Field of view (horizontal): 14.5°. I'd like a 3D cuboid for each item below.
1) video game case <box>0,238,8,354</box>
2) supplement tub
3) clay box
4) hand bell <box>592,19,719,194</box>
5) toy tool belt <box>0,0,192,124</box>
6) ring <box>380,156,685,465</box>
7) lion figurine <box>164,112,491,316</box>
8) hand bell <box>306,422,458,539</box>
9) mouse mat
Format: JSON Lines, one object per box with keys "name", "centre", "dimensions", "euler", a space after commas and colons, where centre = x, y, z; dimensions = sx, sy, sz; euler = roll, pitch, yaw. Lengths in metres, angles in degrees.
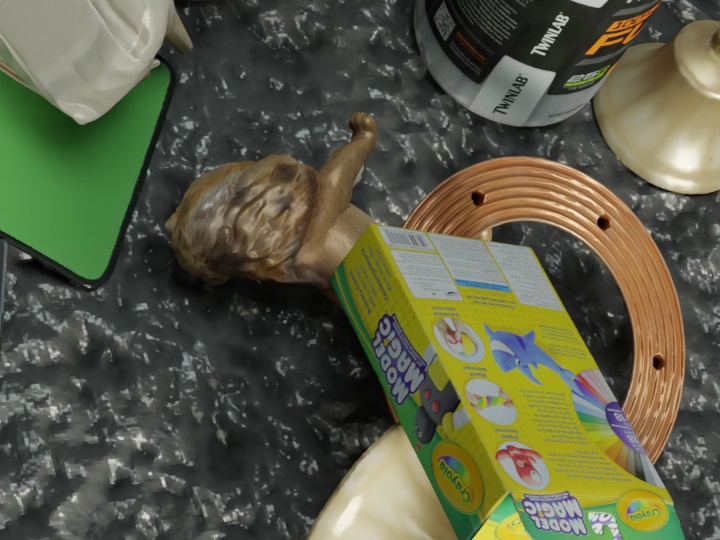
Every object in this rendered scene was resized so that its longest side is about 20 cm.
{"name": "video game case", "centre": [-0.274, 0.037, 1.385], "dimensions": [0.199, 0.026, 0.182], "euler": [13, 47, -18]}
{"name": "supplement tub", "centre": [0.116, -0.180, 1.587], "dimensions": [0.122, 0.200, 0.123], "euler": [10, 58, -16]}
{"name": "clay box", "centre": [0.073, 0.069, 1.394], "dimensions": [0.114, 0.048, 0.201], "euler": [8, 44, -39]}
{"name": "hand bell", "centre": [0.217, -0.138, 1.604], "dimensions": [0.103, 0.200, 0.105], "euler": [10, 58, -16]}
{"name": "toy tool belt", "centre": [-0.171, -0.180, 1.499], "dimensions": [0.200, 0.125, 0.123], "euler": [50, 24, -4]}
{"name": "ring", "centre": [0.090, 0.039, 1.517], "dimensions": [0.199, 0.019, 0.202], "euler": [5, 80, -29]}
{"name": "lion figurine", "centre": [0.000, 0.000, 1.513], "dimensions": [0.200, 0.073, 0.123], "euler": [38, 57, -1]}
{"name": "hand bell", "centre": [0.077, 0.171, 1.390], "dimensions": [0.200, 0.104, 0.104], "euler": [35, 53, 16]}
{"name": "mouse mat", "centre": [-0.198, -0.097, 1.503], "dimensions": [0.199, 0.008, 0.162], "euler": [30, 53, -19]}
